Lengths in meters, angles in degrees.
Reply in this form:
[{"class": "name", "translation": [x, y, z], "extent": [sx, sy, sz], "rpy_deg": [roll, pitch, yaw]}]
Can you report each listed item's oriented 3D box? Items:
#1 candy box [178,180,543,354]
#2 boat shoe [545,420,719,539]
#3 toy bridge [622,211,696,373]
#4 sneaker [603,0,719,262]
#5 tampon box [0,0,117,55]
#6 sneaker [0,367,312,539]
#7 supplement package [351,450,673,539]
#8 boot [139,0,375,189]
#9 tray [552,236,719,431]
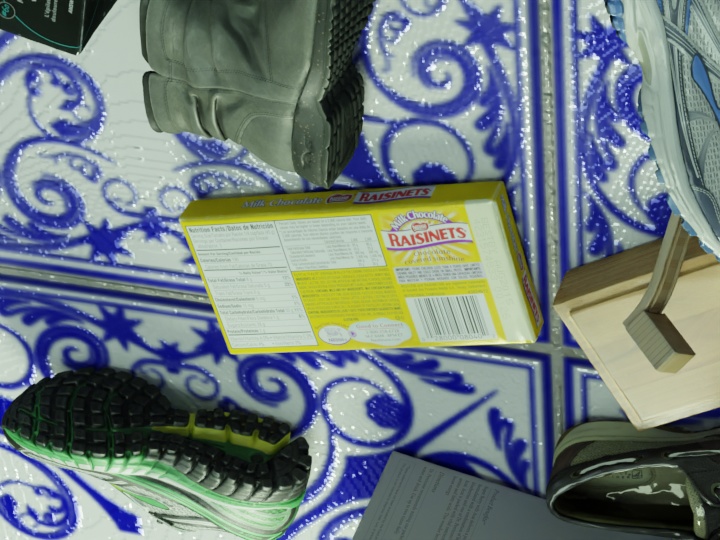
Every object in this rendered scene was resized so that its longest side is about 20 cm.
[{"class": "candy box", "translation": [0.000, 0.000, 1.590], "extent": [0.199, 0.026, 0.103], "rpy_deg": [-2, 123, 24]}, {"class": "boat shoe", "translation": [0.204, 0.129, 1.582], "extent": [0.199, 0.065, 0.073], "rpy_deg": [-3, 124, 24]}, {"class": "toy bridge", "translation": [0.209, -0.036, 1.448], "extent": [0.200, 0.027, 0.067], "rpy_deg": [-49, 61, 25]}, {"class": "sneaker", "translation": [0.183, -0.098, 1.387], "extent": [0.085, 0.077, 0.201], "rpy_deg": [-15, 104, 17]}, {"class": "tampon box", "translation": [-0.206, -0.233, 1.422], "extent": [0.199, 0.126, 0.150], "rpy_deg": [19, 131, 8]}, {"class": "sneaker", "translation": [-0.133, 0.126, 1.710], "extent": [0.199, 0.078, 0.085], "rpy_deg": [18, 132, 8]}, {"class": "supplement package", "translation": [0.088, 0.217, 1.663], "extent": [0.199, 0.121, 0.120], "rpy_deg": [17, 131, 10]}, {"class": "boot", "translation": [-0.063, -0.139, 1.483], "extent": [0.130, 0.068, 0.201], "rpy_deg": [20, 130, 15]}, {"class": "tray", "translation": [0.216, 0.019, 1.510], "extent": [0.200, 0.037, 0.099], "rpy_deg": [-19, 117, 34]}]
